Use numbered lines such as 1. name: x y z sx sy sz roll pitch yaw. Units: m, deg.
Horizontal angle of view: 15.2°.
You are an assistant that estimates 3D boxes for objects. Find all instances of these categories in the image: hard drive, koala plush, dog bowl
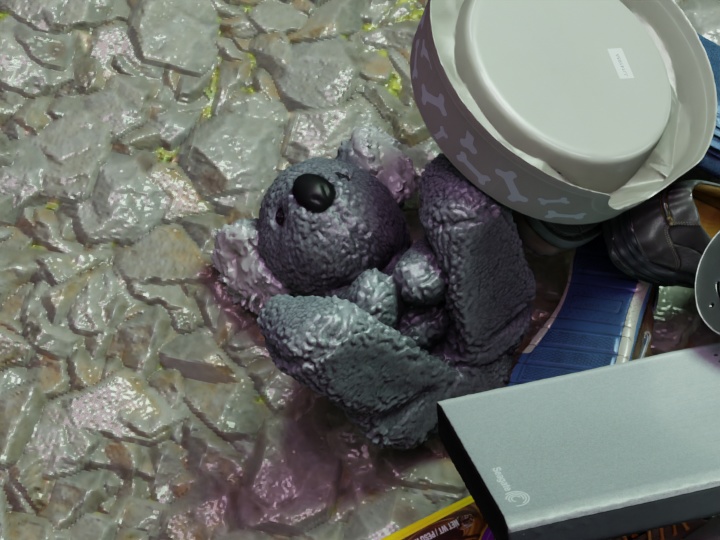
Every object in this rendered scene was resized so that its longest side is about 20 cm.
1. hard drive: 0.159 0.105 1.602 0.199 0.033 0.140 -12 31 -12
2. koala plush: 0.000 0.000 1.733 0.177 0.184 0.200 -41 50 -7
3. dog bowl: 0.120 -0.117 1.654 0.199 0.059 0.201 14 55 -21

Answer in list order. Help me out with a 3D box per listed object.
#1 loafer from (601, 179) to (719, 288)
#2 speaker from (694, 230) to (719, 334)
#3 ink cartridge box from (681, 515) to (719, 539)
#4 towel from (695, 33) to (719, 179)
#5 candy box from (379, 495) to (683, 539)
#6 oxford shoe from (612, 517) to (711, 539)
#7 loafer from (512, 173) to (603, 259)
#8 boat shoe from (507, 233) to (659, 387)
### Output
1. loafer: 0.248 -0.016 1.730 0.199 0.072 0.073 8 69 -40
2. speaker: 0.299 0.031 1.686 0.199 0.081 0.082 22 54 -40
3. ink cartridge box: 0.265 0.156 1.615 0.199 0.176 0.045 -32 93 -28
4. towel: 0.195 -0.133 1.794 0.199 0.049 0.112 25 38 -16
5. candy box: 0.099 0.184 1.699 0.199 0.026 0.103 -25 70 -13
6. oxford shoe: 0.166 0.146 1.652 0.200 0.073 0.071 -45 115 -20
7. loafer: 0.131 -0.062 1.764 0.072 0.063 0.200 41 37 -10
8. boat shoe: 0.154 0.056 1.731 0.072 0.073 0.201 11 60 30
